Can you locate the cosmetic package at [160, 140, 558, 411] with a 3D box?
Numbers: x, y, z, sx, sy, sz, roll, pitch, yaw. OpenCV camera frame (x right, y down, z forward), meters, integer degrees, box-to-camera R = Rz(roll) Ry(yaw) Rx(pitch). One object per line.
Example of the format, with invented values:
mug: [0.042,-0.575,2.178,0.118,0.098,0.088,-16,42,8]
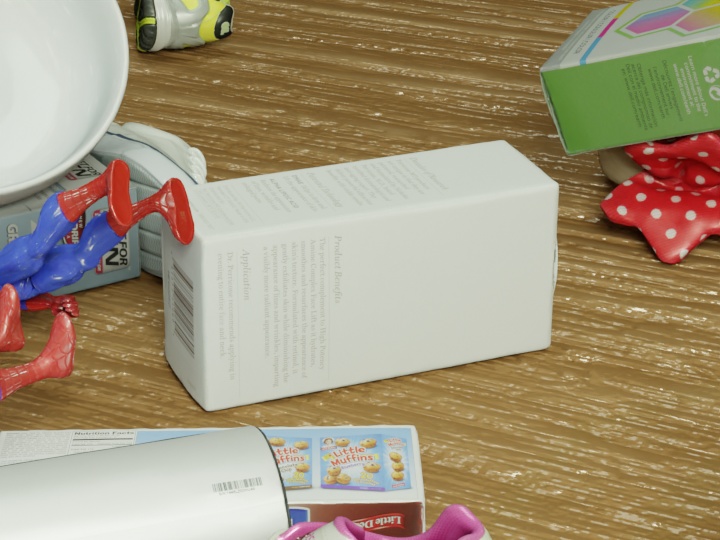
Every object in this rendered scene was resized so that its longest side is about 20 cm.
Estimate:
cosmetic package: [0.000,0.000,1.023,0.199,0.102,0.074,-9,27,-21]

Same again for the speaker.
speaker: [-0.132,0.117,0.790,0.199,0.082,0.081,-8,26,-16]

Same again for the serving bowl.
serving bowl: [-0.234,-0.117,1.096,0.199,0.066,0.201,9,63,-17]

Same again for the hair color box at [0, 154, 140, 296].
hair color box: [-0.236,-0.017,1.109,0.199,0.061,0.099,-15,30,-29]

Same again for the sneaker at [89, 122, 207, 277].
sneaker: [-0.122,-0.053,1.173,0.071,0.073,0.200,-15,29,-28]

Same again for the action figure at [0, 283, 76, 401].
action figure: [-0.221,0.032,0.851,0.065,0.099,0.200,21,33,38]

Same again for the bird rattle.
bird rattle: [0.222,-0.070,1.229,0.200,0.113,0.163,-28,23,-24]

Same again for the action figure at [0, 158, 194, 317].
action figure: [-0.173,0.003,0.988,0.200,0.052,0.065,-22,-21,37]

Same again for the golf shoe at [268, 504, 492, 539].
golf shoe: [-0.037,0.134,0.742,0.199,0.092,0.075,-5,26,-8]

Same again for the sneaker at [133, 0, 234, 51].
sneaker: [-0.143,-0.229,1.575,0.076,0.076,0.200,4,34,-9]

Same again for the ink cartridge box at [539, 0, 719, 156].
ink cartridge box: [0.217,-0.128,1.138,0.199,0.060,0.104,-8,24,31]

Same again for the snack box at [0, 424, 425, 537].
snack box: [-0.071,0.098,0.897,0.199,0.024,0.072,-1,24,-1]
